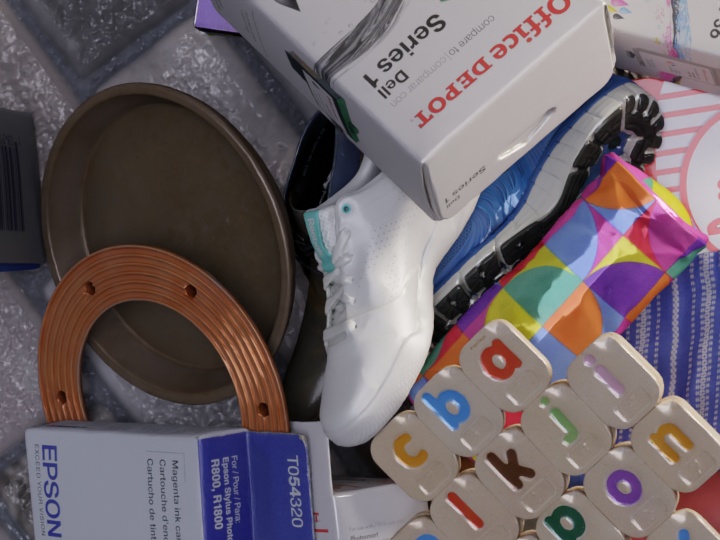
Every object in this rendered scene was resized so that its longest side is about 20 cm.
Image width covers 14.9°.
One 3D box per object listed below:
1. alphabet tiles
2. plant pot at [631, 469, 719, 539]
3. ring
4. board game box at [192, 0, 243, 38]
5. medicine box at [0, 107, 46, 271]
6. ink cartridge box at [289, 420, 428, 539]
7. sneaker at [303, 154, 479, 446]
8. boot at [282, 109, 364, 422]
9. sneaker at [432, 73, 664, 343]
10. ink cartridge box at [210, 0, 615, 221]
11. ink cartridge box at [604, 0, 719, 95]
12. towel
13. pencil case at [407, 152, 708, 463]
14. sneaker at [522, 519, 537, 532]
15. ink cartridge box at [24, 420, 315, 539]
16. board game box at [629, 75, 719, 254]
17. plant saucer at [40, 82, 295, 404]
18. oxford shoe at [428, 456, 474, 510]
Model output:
[{"bbox_3d":[0.108,0.130,1.543,0.196,0.015,0.200,44,116,2],"label":"alphabet tiles"},{"bbox_3d":[0.250,0.163,1.592,0.177,0.200,0.201,-14,89,17],"label":"plant pot"},{"bbox_3d":[-0.118,0.079,1.670,0.200,0.019,0.201,14,114,34],"label":"ring"},{"bbox_3d":[-0.005,-0.232,1.676,0.165,0.057,0.200,8,92,6],"label":"board game box"},{"bbox_3d":[-0.309,-0.044,1.653,0.200,0.182,0.103,-5,90,7],"label":"medicine box"},{"bbox_3d":[-0.009,0.185,1.647,0.068,0.115,0.200,-7,91,-29],"label":"ink cartridge box"},{"bbox_3d":[0.000,0.000,1.585,0.088,0.075,0.200,28,69,-27],"label":"sneaker"},{"bbox_3d":[-0.024,-0.004,1.653,0.075,0.097,0.200,19,85,50],"label":"boot"},{"bbox_3d":[0.094,-0.041,1.649,0.200,0.079,0.089,-51,46,7],"label":"sneaker"},{"bbox_3d":[0.027,-0.150,1.563,0.146,0.084,0.200,-42,68,-10],"label":"ink cartridge box"},{"bbox_3d":[0.212,-0.169,1.613,0.200,0.068,0.117,16,75,17],"label":"ink cartridge box"},{"bbox_3d":[0.202,0.048,1.574,0.200,0.024,0.145,-14,55,33],"label":"towel"},{"bbox_3d":[0.109,0.026,1.591,0.088,0.088,0.200,45,96,4],"label":"pencil case"},{"bbox_3d":[0.119,0.217,1.629,0.074,0.079,0.200,5,108,44],"label":"sneaker"},{"bbox_3d":[-0.113,0.191,1.650,0.200,0.043,0.196,0,96,40],"label":"ink cartridge box"},{"bbox_3d":[0.271,-0.055,1.649,0.200,0.046,0.152,-9,90,8],"label":"board game box"},{"bbox_3d":[-0.113,-0.018,1.662,0.200,0.029,0.200,14,113,36],"label":"plant saucer"},{"bbox_3d":[0.075,0.146,1.667,0.071,0.071,0.200,11,91,3],"label":"oxford shoe"}]
